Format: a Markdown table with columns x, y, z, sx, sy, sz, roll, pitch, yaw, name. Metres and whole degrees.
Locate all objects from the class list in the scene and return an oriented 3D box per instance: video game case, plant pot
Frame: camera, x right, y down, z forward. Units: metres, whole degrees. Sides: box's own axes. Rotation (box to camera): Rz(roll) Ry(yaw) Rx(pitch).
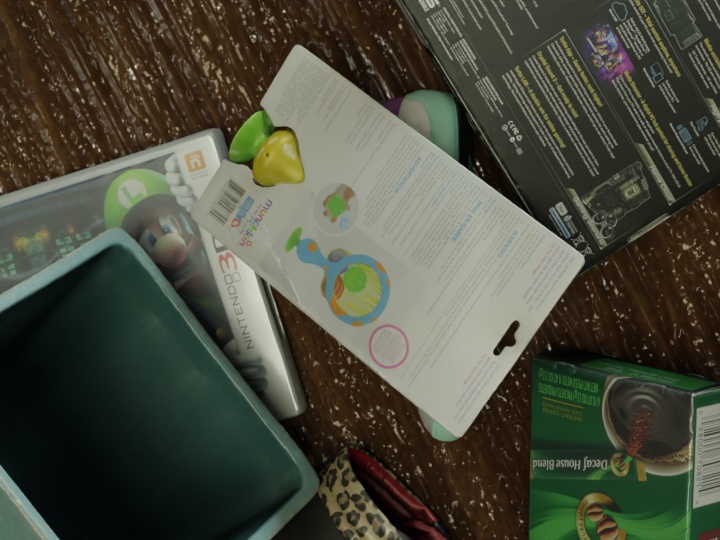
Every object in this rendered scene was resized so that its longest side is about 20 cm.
| x | y | z | sx | sy | sz | roll | pitch | yaw | name |
| --- | --- | --- | --- | --- | --- | --- | --- | --- | --- |
| -0.152 | 0.027 | 0.964 | 0.199 | 0.023 | 0.183 | -16 | 96 | 15 | video game case |
| -0.185 | 0.134 | 0.886 | 0.200 | 0.196 | 0.197 | -39 | 90 | 34 | plant pot |

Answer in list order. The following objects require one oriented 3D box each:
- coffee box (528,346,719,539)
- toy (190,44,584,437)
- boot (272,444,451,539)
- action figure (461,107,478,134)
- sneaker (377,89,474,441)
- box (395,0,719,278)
| x | y | z | sx | sy | sz | roll | pitch | yaw | name |
| --- | --- | --- | --- | --- | --- | --- | --- | --- | --- |
| 0.150 | 0.153 | 0.875 | 0.123 | 0.044 | 0.201 | 13 | 106 | 49 | coffee box |
| 0.014 | -0.018 | 0.835 | 0.200 | 0.047 | 0.115 | 38 | 103 | 16 | toy |
| -0.001 | 0.218 | 0.940 | 0.151 | 0.073 | 0.200 | -43 | 80 | 17 | boot |
| 0.071 | -0.148 | 0.859 | 0.118 | 0.055 | 0.201 | -22 | 101 | -2 | action figure |
| 0.000 | 0.000 | 0.903 | 0.139 | 0.078 | 0.201 | -3 | 90 | 15 | sneaker |
| 0.126 | -0.122 | 0.823 | 0.160 | 0.044 | 0.201 | -33 | 105 | 4 | box |
